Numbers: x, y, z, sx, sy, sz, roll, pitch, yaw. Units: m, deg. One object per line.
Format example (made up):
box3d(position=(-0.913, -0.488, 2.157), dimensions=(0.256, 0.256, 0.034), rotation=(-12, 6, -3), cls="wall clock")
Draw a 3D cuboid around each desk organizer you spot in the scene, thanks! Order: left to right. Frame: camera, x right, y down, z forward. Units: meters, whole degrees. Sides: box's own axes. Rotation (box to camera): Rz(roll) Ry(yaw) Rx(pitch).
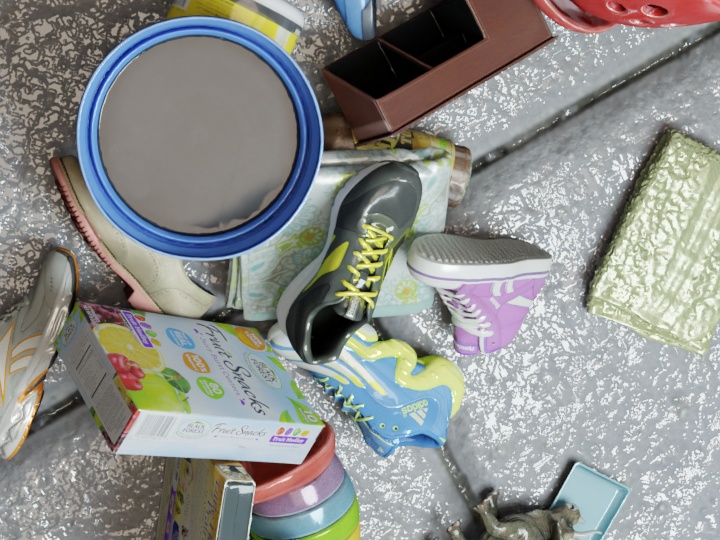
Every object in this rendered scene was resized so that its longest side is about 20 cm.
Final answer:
box3d(position=(0.071, -0.193, 1.195), dimensions=(0.200, 0.072, 0.077), rotation=(-33, 102, -24), cls="desk organizer")

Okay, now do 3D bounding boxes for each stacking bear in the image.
box3d(position=(-0.051, 0.250, 1.267), dimensions=(0.114, 0.121, 0.200), rotation=(-21, 112, -11), cls="stacking bear")

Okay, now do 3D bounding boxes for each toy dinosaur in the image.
box3d(position=(0.130, 0.283, 1.313), dimensions=(0.200, 0.077, 0.102), rotation=(-39, 79, -1), cls="toy dinosaur")

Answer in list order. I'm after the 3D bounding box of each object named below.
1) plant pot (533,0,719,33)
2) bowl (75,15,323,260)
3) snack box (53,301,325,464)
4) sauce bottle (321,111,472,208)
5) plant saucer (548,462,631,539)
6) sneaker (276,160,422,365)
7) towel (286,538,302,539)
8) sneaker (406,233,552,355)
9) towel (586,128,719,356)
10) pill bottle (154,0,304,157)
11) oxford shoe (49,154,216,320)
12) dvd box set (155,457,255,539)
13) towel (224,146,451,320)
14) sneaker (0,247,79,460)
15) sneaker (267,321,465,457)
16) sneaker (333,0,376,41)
box3d(position=(0.245, -0.305, 1.161), dimensions=(0.200, 0.182, 0.200), rotation=(3, 85, -39), cls="plant pot")
box3d(position=(-0.132, -0.109, 1.102), dimensions=(0.201, 0.039, 0.201), rotation=(-2, 102, -9), cls="bowl")
box3d(position=(-0.147, 0.099, 1.157), dimensions=(0.200, 0.142, 0.053), rotation=(12, 120, -43), cls="snack box")
box3d(position=(0.002, -0.109, 1.230), dimensions=(0.200, 0.065, 0.065), rotation=(13, 97, -15), cls="sauce bottle")
box3d(position=(0.198, 0.293, 1.366), dimensions=(0.070, 0.019, 0.200), rotation=(27, 93, -14), cls="plant saucer")
box3d(position=(0.000, 0.000, 1.152), dimensions=(0.074, 0.085, 0.200), rotation=(19, 115, -25), cls="sneaker")
box3d(position=(-0.073, 0.323, 1.253), dimensions=(0.147, 0.022, 0.200), rotation=(45, 134, -15), cls="towel")
box3d(position=(0.102, 0.030, 1.231), dimensions=(0.200, 0.073, 0.114), rotation=(4, 112, -50), cls="sneaker")
box3d(position=(0.318, -0.026, 1.322), dimensions=(0.148, 0.036, 0.200), rotation=(23, 96, -13), cls="towel")
box3d(position=(-0.137, -0.157, 1.170), dimensions=(0.112, 0.112, 0.200), rotation=(24, 95, -14), cls="pill bottle")
box3d(position=(-0.205, -0.031, 1.207), dimensions=(0.075, 0.070, 0.200), rotation=(-35, 115, -6), cls="oxford shoe")
box3d(position=(-0.142, 0.222, 1.193), dimensions=(0.029, 0.200, 0.146), rotation=(5, 98, -21), cls="dvd box set")
box3d(position=(-0.022, -0.030, 1.211), dimensions=(0.200, 0.048, 0.171), rotation=(-3, 132, -10), cls="towel")
box3d(position=(-0.317, 0.067, 1.199), dimensions=(0.092, 0.076, 0.200), rotation=(21, 94, -9), cls="sneaker")
box3d(position=(0.005, 0.111, 1.246), dimensions=(0.200, 0.076, 0.105), rotation=(16, 57, -14), cls="sneaker")
box3d(position=(-0.035, -0.299, 1.194), dimensions=(0.078, 0.066, 0.200), rotation=(-14, 103, 4), cls="sneaker")
